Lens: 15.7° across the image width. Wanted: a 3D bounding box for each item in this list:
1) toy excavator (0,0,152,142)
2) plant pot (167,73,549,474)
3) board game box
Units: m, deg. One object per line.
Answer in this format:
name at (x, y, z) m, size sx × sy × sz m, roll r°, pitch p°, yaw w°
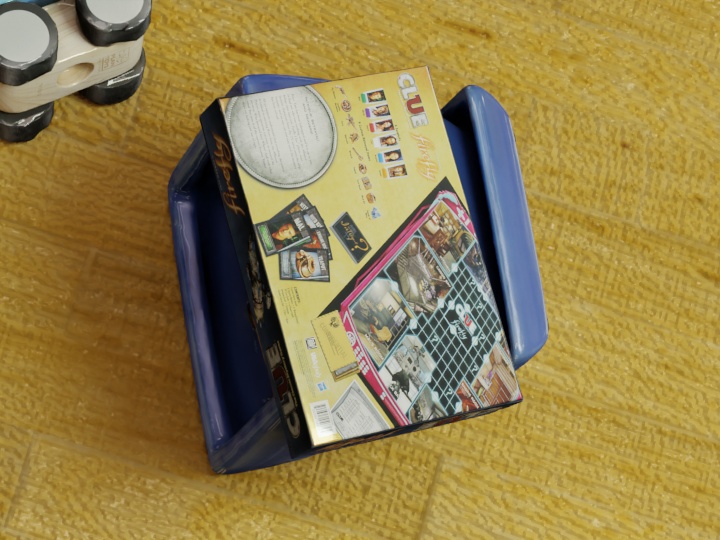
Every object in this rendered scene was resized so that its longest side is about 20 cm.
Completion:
toy excavator at (-0.189, -0.211, 1.661) m, size 0.194 × 0.100 × 0.201 m, roll -23°, pitch 72°, yaw -17°
plant pot at (0.000, 0.000, 1.583) m, size 0.179 × 0.200 × 0.201 m, roll -6°, pitch 76°, yaw -19°
board game box at (0.000, -0.007, 1.459) m, size 0.135 × 0.035 × 0.201 m, roll -10°, pitch 79°, yaw -26°
